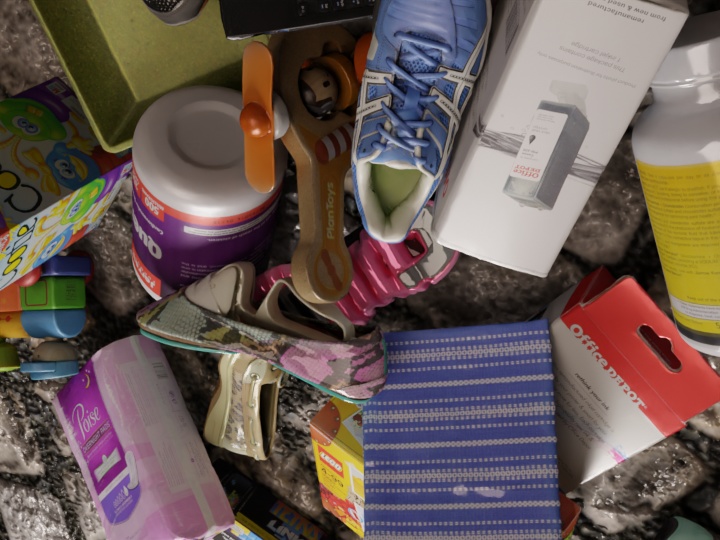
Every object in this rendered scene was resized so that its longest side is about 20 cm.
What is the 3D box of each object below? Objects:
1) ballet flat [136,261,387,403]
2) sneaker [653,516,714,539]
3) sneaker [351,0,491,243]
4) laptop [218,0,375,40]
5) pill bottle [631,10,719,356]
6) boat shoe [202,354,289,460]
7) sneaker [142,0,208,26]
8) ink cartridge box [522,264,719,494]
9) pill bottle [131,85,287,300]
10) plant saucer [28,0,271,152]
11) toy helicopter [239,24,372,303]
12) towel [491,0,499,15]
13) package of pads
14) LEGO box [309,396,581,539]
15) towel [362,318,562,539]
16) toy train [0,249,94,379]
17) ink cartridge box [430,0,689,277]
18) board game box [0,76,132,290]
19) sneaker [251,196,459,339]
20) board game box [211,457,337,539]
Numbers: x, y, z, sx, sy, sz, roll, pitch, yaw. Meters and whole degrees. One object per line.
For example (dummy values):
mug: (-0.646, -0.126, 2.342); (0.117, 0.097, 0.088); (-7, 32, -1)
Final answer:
ballet flat: (-0.069, 0.035, 0.827); (0.199, 0.069, 0.071); (16, 110, 20)
sneaker: (0.262, 0.304, 0.909); (0.140, 0.078, 0.200); (31, 125, 11)
sneaker: (0.036, -0.103, 0.695); (0.075, 0.077, 0.201); (7, 132, 0)
laptop: (-0.003, -0.254, 0.698); (0.199, 0.103, 0.178); (-8, 82, 1)
pill bottle: (0.234, -0.055, 0.716); (0.112, 0.112, 0.201); (-8, 111, 30)
boat shoe: (-0.085, 0.087, 0.987); (0.062, 0.073, 0.200); (26, 135, 6)
sneaker: (-0.152, -0.262, 0.773); (0.078, 0.077, 0.201); (0, 116, 25)
ink cartridge box: (0.167, 0.082, 0.849); (0.116, 0.067, 0.200); (48, 126, -3)
pill bottle: (-0.121, -0.041, 0.888); (0.112, 0.113, 0.200); (31, 146, 10)
plant saucer: (-0.158, -0.213, 0.879); (0.199, 0.048, 0.200); (-15, 107, 33)
toy helicopter: (-0.033, -0.078, 0.783); (0.079, 0.132, 0.201); (-6, 84, 41)
towel: (0.083, -0.239, 0.756); (0.200, 0.023, 0.144); (-31, 97, 35)
package of pads: (-0.198, 0.171, 1.036); (0.120, 0.075, 0.201); (-42, 67, 39)
LEGO box: (0.063, 0.185, 0.894); (0.200, 0.077, 0.149); (33, 152, 25)
towel: (0.066, 0.137, 0.801); (0.144, 0.024, 0.201); (-6, 76, 20)
toy train: (-0.338, 0.042, 1.057); (0.199, 0.085, 0.116); (-3, 87, 28)
ink cartridge box: (0.116, -0.119, 0.706); (0.084, 0.146, 0.200); (19, 130, -5)
board game box: (-0.292, -0.061, 0.932); (0.105, 0.200, 0.103); (42, 126, 2)
sneaker: (0.000, 0.000, 0.873); (0.199, 0.095, 0.079); (-26, 99, 26)
board game box: (-0.094, 0.301, 1.106); (0.200, 0.057, 0.166); (34, 127, 8)
